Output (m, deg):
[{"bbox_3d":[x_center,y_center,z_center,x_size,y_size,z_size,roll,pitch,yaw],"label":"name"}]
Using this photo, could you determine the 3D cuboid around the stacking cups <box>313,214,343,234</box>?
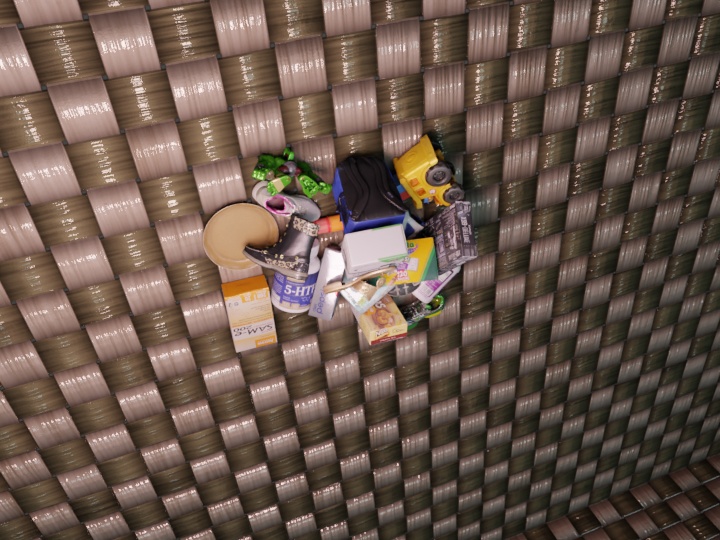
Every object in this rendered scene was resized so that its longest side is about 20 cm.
[{"bbox_3d":[-0.029,-0.135,1.690,0.199,0.061,0.061,-15,126,-13],"label":"stacking cups"}]

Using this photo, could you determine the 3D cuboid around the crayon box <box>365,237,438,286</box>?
[{"bbox_3d":[0.108,-0.021,1.696,0.199,0.058,0.119,-7,90,-6],"label":"crayon box"}]

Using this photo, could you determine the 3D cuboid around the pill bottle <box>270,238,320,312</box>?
[{"bbox_3d":[-0.175,0.004,1.685,0.119,0.120,0.201,0,121,-23],"label":"pill bottle"}]

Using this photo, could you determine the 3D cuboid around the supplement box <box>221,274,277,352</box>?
[{"bbox_3d":[-0.314,0.124,1.734,0.126,0.074,0.201,-14,126,-14],"label":"supplement box"}]

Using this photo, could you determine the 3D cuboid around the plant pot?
[{"bbox_3d":[-0.318,-0.092,1.619,0.199,0.028,0.201,-11,124,-16],"label":"plant pot"}]

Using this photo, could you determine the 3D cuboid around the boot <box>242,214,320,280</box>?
[{"bbox_3d":[-0.201,-0.074,1.580,0.073,0.203,0.154,7,103,-64],"label":"boot"}]

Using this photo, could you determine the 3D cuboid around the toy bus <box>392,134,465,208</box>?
[{"bbox_3d":[0.169,-0.237,1.674,0.192,0.136,0.200,-31,132,16],"label":"toy bus"}]

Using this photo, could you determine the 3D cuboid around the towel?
[{"bbox_3d":[0.000,0.000,1.746,0.171,0.048,0.200,-41,95,7],"label":"towel"}]

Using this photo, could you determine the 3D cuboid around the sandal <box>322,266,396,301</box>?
[{"bbox_3d":[0.005,0.050,1.620,0.211,0.070,0.078,-16,172,15],"label":"sandal"}]

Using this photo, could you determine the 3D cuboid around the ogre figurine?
[{"bbox_3d":[-0.177,-0.242,1.520,0.199,0.120,0.098,-9,129,-16],"label":"ogre figurine"}]

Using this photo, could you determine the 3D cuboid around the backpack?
[{"bbox_3d":[0.004,-0.185,1.590,0.162,0.201,0.168,-9,157,-22],"label":"backpack"}]

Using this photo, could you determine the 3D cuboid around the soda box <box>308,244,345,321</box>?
[{"bbox_3d":[-0.086,0.034,1.701,0.068,0.063,0.201,17,102,4],"label":"soda box"}]

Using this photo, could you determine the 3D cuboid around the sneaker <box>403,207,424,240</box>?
[{"bbox_3d":[0.129,-0.100,1.769,0.115,0.081,0.200,-15,126,-12],"label":"sneaker"}]

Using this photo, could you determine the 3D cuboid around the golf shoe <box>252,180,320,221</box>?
[{"bbox_3d":[-0.185,-0.162,1.589,0.199,0.092,0.075,18,112,-33],"label":"golf shoe"}]

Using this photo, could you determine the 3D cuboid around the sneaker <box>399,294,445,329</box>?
[{"bbox_3d":[0.176,0.123,1.927,0.199,0.078,0.085,-26,158,-13],"label":"sneaker"}]

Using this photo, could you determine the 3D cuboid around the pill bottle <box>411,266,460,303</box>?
[{"bbox_3d":[0.232,-0.006,1.856,0.112,0.112,0.200,34,104,-36],"label":"pill bottle"}]

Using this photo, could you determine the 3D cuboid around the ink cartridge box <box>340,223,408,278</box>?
[{"bbox_3d":[0.032,-0.046,1.554,0.145,0.200,0.084,-12,82,-6],"label":"ink cartridge box"}]

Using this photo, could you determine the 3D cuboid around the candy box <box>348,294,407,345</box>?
[{"bbox_3d":[0.049,0.127,1.809,0.115,0.200,0.055,-11,127,-16],"label":"candy box"}]

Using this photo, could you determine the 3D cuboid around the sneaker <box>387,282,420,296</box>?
[{"bbox_3d":[0.078,0.031,1.818,0.199,0.083,0.081,-7,108,7],"label":"sneaker"}]

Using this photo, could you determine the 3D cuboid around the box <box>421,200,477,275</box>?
[{"bbox_3d":[0.244,-0.086,1.709,0.050,0.158,0.200,1,164,-24],"label":"box"}]
